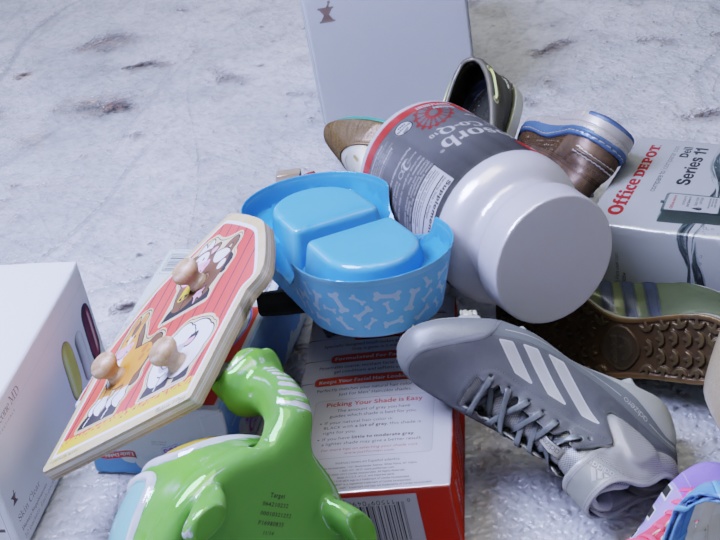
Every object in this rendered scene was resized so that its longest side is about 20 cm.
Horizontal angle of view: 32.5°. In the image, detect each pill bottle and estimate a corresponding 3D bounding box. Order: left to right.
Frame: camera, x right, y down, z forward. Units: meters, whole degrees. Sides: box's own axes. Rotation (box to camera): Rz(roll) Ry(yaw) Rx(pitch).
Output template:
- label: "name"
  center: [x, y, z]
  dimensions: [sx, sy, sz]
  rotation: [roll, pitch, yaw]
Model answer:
- label: "pill bottle"
  center: [0.089, -0.045, 0.907]
  dimensions: [0.115, 0.116, 0.200]
  rotation: [-22, 31, -17]

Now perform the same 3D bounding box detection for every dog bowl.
- label: "dog bowl"
  center: [-0.010, -0.013, 0.869]
  dimensions: [0.111, 0.050, 0.200]
  rotation: [-17, 27, -20]

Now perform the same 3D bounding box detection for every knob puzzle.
- label: "knob puzzle"
  center: [-0.127, 0.029, 0.815]
  dimensions: [0.219, 0.030, 0.220]
  rotation: [-41, 22, 20]

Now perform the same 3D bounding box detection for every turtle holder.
- label: "turtle holder"
  center: [-0.085, 0.149, 0.710]
  dimensions: [0.140, 0.187, 0.131]
  rotation: [-16, 14, -34]

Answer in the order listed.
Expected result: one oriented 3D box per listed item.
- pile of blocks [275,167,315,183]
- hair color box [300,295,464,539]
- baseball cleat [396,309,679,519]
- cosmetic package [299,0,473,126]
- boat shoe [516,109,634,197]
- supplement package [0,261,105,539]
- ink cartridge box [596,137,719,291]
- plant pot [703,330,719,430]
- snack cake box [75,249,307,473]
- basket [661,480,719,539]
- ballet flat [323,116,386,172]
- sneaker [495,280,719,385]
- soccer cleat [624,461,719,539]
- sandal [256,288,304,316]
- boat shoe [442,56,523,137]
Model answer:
- label: "pile of blocks"
  center: [-0.024, -0.050, 1.096]
  dimensions: [0.199, 0.062, 0.082]
  rotation: [13, 40, 32]
- label: "hair color box"
  center: [0.016, 0.104, 0.855]
  dimensions: [0.110, 0.064, 0.200]
  rotation: [-6, 35, 10]
- label: "baseball cleat"
  center: [0.117, 0.093, 0.779]
  dimensions: [0.199, 0.070, 0.107]
  rotation: [17, 37, -11]
- label: "cosmetic package"
  center: [0.027, -0.267, 1.313]
  dimensions: [0.166, 0.167, 0.200]
  rotation: [-9, 32, 3]
- label: "boat shoe"
  center: [0.162, -0.087, 1.051]
  dimensions: [0.073, 0.072, 0.200]
  rotation: [-57, 4, -6]
- label: "supplement package"
  center: [-0.296, 0.096, 0.909]
  dimensions: [0.155, 0.111, 0.200]
  rotation: [-3, 34, 12]
- label: "ink cartridge box"
  center: [0.290, -0.029, 0.959]
  dimensions: [0.199, 0.083, 0.147]
  rotation: [8, 37, 27]
- label: "plant pot"
  center: [0.289, 0.071, 0.744]
  dimensions: [0.134, 0.200, 0.201]
  rotation: [-38, 27, 20]
- label: "snack cake box"
  center: [-0.122, 0.065, 0.947]
  dimensions: [0.114, 0.068, 0.200]
  rotation: [2, 35, 15]
- label: "basket"
  center: [0.195, 0.190, 0.584]
  dimensions: [0.139, 0.178, 0.200]
  rotation: [16, 23, 35]
- label: "ballet flat"
  center: [0.041, -0.097, 1.162]
  dimensions: [0.199, 0.068, 0.073]
  rotation: [13, 58, 24]
- label: "sneaker"
  center: [0.204, 0.041, 0.907]
  dimensions: [0.199, 0.068, 0.090]
  rotation: [8, 14, 43]
- label: "soccer cleat"
  center: [0.172, 0.168, 0.701]
  dimensions: [0.066, 0.077, 0.200]
  rotation: [20, 46, 33]
- label: "sandal"
  center: [0.000, 0.000, 0.961]
  dimensions: [0.075, 0.048, 0.200]
  rotation: [-6, 2, 38]
- label: "boat shoe"
  center: [0.090, -0.091, 1.063]
  dimensions: [0.072, 0.060, 0.203]
  rotation: [-8, 57, 38]
